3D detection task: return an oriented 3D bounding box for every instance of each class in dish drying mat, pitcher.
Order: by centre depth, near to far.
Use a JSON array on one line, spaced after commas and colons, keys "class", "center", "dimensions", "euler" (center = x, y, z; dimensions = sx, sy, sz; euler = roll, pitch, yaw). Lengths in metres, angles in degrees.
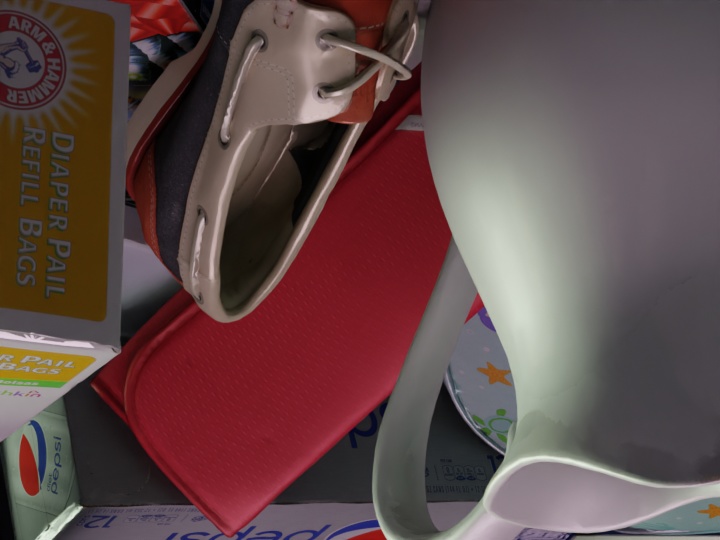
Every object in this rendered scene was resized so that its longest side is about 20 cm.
[{"class": "pitcher", "center": [0.062, -0.015, 0.670], "dimensions": [0.121, 0.201, 0.171], "euler": [16, 154, -41]}, {"class": "dish drying mat", "center": [0.000, 0.000, 0.758], "dimensions": [0.200, 0.077, 0.018], "euler": [-43, 180, 10]}]

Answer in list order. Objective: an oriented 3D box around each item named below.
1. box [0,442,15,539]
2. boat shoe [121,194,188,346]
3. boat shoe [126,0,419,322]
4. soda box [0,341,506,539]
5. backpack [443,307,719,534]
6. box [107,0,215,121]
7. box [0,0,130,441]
[{"class": "box", "center": [-0.180, 0.082, 0.925], "dimensions": [0.196, 0.201, 0.117], "euler": [-18, 155, 41]}, {"class": "boat shoe", "center": [-0.067, -0.004, 0.833], "dimensions": [0.073, 0.068, 0.199], "euler": [-26, 153, 27]}, {"class": "boat shoe", "center": [-0.015, -0.064, 0.660], "dimensions": [0.071, 0.063, 0.200], "euler": [-6, 147, -37]}, {"class": "soda box", "center": [-0.036, 0.072, 0.846], "dimensions": [0.199, 0.069, 0.063], "euler": [2, 150, -33]}, {"class": "backpack", "center": [0.123, 0.009, 0.819], "dimensions": [0.199, 0.151, 0.178], "euler": [2, 139, 14]}, {"class": "box", "center": [-0.136, -0.070, 0.740], "dimensions": [0.199, 0.040, 0.137], "euler": [-6, 159, 13]}, {"class": "box", "center": [-0.153, -0.007, 0.685], "dimensions": [0.101, 0.113, 0.200], "euler": [9, 160, -25]}]
